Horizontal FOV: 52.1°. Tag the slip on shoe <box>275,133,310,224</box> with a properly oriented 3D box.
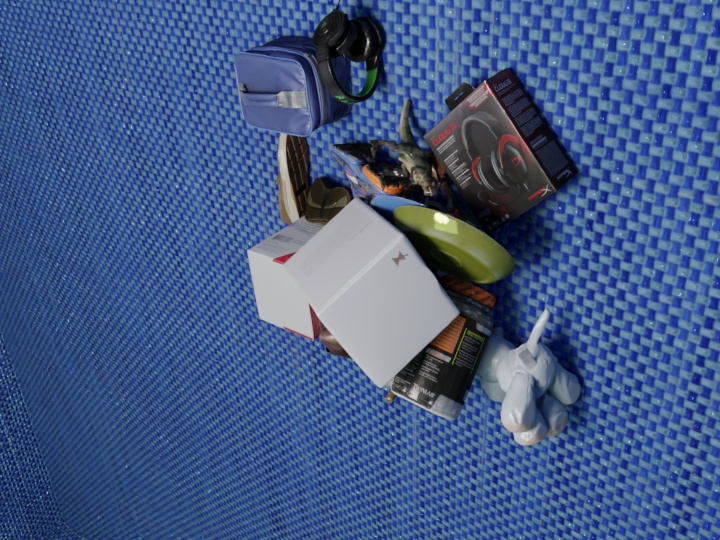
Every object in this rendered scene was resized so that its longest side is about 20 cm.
[{"bbox_3d":[-0.133,-0.174,1.385,0.059,0.076,0.204,13,130,29],"label":"slip on shoe"}]

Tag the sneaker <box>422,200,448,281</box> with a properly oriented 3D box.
[{"bbox_3d":[0.115,-0.011,1.236,0.074,0.084,0.205,12,120,38],"label":"sneaker"}]

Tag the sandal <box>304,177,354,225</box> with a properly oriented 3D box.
[{"bbox_3d":[-0.049,-0.118,1.315,0.199,0.054,0.084,16,87,63],"label":"sandal"}]

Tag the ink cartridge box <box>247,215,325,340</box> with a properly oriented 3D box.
[{"bbox_3d":[-0.081,-0.001,1.345,0.143,0.199,0.148,16,127,36],"label":"ink cartridge box"}]

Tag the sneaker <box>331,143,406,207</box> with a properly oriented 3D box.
[{"bbox_3d":[0.002,-0.155,1.227,0.201,0.074,0.080,51,136,48],"label":"sneaker"}]

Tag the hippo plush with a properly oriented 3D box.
[{"bbox_3d":[0.235,0.175,1.179,0.159,0.160,0.202,11,142,51],"label":"hippo plush"}]

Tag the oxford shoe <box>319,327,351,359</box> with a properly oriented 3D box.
[{"bbox_3d":[-0.025,0.124,1.328,0.070,0.200,0.073,-2,74,10],"label":"oxford shoe"}]

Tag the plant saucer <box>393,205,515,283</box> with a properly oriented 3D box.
[{"bbox_3d":[0.131,-0.030,1.081,0.196,0.032,0.200,26,168,6],"label":"plant saucer"}]

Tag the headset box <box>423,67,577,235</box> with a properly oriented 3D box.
[{"bbox_3d":[0.194,-0.178,1.069,0.202,0.075,0.148,57,139,0],"label":"headset box"}]

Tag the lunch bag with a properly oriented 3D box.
[{"bbox_3d":[-0.126,-0.314,1.249,0.196,0.132,0.139,15,124,36],"label":"lunch bag"}]

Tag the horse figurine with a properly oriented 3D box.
[{"bbox_3d":[0.089,-0.139,1.196,0.199,0.049,0.136,-33,63,55],"label":"horse figurine"}]

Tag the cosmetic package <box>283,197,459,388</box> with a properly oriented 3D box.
[{"bbox_3d":[0.011,0.026,1.110,0.168,0.166,0.200,50,177,-28],"label":"cosmetic package"}]

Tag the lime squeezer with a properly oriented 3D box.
[{"bbox_3d":[0.176,-0.065,1.163,0.202,0.037,0.071,57,-175,32],"label":"lime squeezer"}]

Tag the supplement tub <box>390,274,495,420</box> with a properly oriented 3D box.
[{"bbox_3d":[0.135,0.120,1.164,0.121,0.122,0.204,20,84,32],"label":"supplement tub"}]

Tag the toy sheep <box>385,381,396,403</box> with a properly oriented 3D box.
[{"bbox_3d":[0.072,0.147,1.273,0.136,0.138,0.202,-14,116,46],"label":"toy sheep"}]

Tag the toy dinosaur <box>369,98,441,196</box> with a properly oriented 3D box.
[{"bbox_3d":[0.063,-0.174,1.129,0.048,0.086,0.204,74,180,-58],"label":"toy dinosaur"}]

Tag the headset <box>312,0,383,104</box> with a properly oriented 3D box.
[{"bbox_3d":[-0.010,-0.363,1.127,0.092,0.122,0.206,-4,92,42],"label":"headset"}]

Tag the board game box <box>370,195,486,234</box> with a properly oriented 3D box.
[{"bbox_3d":[0.110,-0.075,1.115,0.198,0.040,0.157,34,167,-24],"label":"board game box"}]
